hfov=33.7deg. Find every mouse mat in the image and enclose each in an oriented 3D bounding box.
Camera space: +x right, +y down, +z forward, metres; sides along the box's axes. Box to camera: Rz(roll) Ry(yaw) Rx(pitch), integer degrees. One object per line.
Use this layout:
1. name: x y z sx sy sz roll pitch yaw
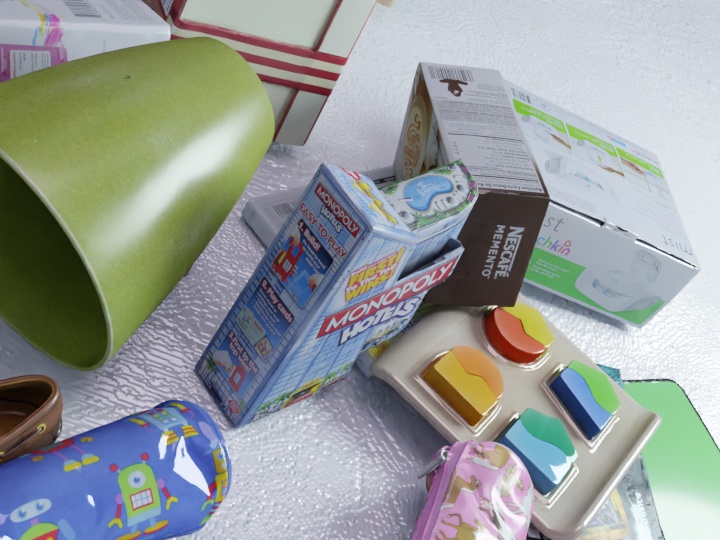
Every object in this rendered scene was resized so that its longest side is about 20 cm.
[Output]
1. mouse mat: 0.265 0.176 1.016 0.160 0.008 0.201 2 50 -34

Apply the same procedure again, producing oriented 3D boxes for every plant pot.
1. plant pot: -0.157 -0.069 0.785 0.187 0.187 0.200 42 57 10

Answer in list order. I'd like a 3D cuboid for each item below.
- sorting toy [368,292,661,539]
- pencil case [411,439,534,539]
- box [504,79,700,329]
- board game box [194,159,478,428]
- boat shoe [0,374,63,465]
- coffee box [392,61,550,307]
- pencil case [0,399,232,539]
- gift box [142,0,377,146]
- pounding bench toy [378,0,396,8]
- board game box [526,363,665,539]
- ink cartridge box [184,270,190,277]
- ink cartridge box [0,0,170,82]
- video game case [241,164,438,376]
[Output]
1. sorting toy: 0.129 0.094 0.934 0.200 0.037 0.185 40 41 12
2. pencil case: 0.059 0.203 0.782 0.086 0.083 0.200 20 39 5
3. box: 0.203 -0.064 1.131 0.199 0.097 0.177 21 39 -24
4. board game box: 0.000 0.000 0.832 0.199 0.200 0.062 -22 63 -35
5. boat shoe: -0.259 0.102 0.672 0.199 0.068 0.072 -17 60 -44
6. coffee box: 0.087 -0.075 0.999 0.079 0.115 0.201 4 38 -11
7. pencil case: -0.166 0.141 0.688 0.199 0.078 0.087 -19 87 -46
8. gift box: -0.100 -0.245 1.046 0.186 0.185 0.201 8 45 -31
9. pounding bench toy: 0.047 -0.374 1.310 0.199 0.156 0.125 26 38 -10
10. board game box: 0.166 0.149 0.950 0.135 0.028 0.201 15 43 -18
11. ink cartridge box: -0.193 -0.086 0.950 0.161 0.050 0.200 24 22 -12
12. ink cartridge box: -0.267 -0.174 0.900 0.199 0.085 0.145 -3 31 -33
13. video game case: 0.022 -0.008 1.023 0.199 0.023 0.182 -17 61 -46
